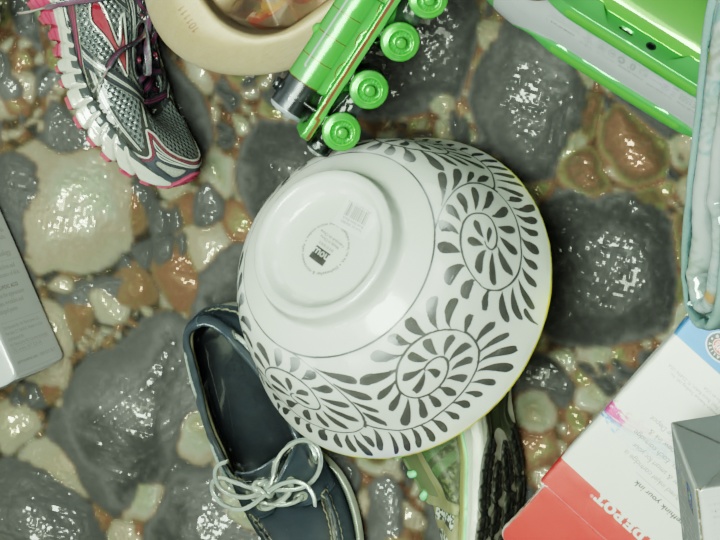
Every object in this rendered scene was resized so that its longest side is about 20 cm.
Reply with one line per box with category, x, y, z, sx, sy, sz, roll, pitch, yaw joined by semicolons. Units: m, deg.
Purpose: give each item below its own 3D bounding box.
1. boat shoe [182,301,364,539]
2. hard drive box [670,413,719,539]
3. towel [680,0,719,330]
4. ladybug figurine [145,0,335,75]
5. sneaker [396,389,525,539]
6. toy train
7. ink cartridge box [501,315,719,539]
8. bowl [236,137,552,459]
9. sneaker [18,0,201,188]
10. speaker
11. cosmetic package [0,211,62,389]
boat shoe;-0.056;0.115;1.173;0.075;0.062;0.200;-18;93;18
hard drive box;0.258;0.173;1.021;0.156;0.077;0.200;-8;113;1
towel;0.254;-0.071;0.983;0.171;0.048;0.200;-8;117;-19
ladybug figurine;-0.035;-0.197;1.110;0.200;0.072;0.136;-31;97;15
sneaker;0.046;0.101;1.141;0.089;0.077;0.200;-2;90;28
toy train;0.017;-0.155;1.058;0.056;0.042;0.200;32;99;-15
ink cartridge box;0.189;0.112;1.090;0.116;0.067;0.200;42;108;7
bowl;0.000;0.000;1.077;0.201;0.094;0.201;-10;67;26
sneaker;-0.148;-0.144;1.148;0.075;0.081;0.200;-23;97;21
speaker;0.167;-0.136;1.052;0.200;0.088;0.088;34;106;11
cosmetic package;-0.284;-0.009;1.224;0.102;0.074;0.200;-25;91;19
